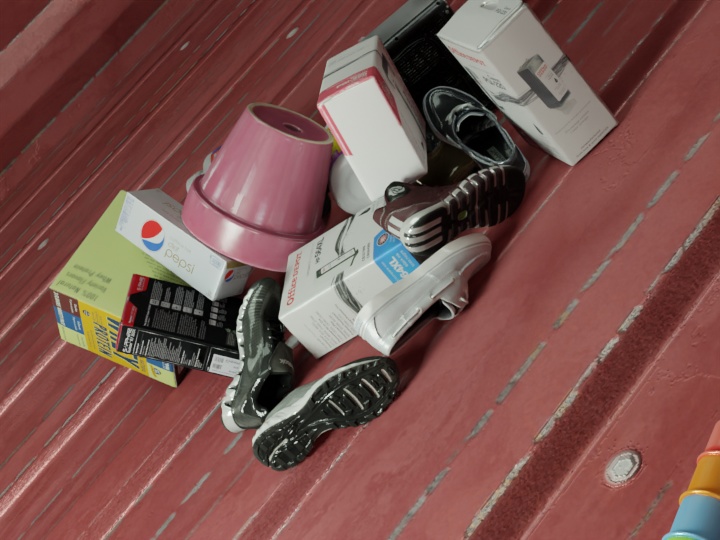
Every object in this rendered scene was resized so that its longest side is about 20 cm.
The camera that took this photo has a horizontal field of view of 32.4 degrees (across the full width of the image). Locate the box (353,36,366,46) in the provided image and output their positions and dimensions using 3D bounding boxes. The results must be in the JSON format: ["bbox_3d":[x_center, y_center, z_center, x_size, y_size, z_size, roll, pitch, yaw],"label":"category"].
[{"bbox_3d":[0.041,-0.298,1.956,0.095,0.103,0.200,-47,27,-8],"label":"box"}]

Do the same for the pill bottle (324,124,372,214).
[{"bbox_3d":[-0.008,-0.163,1.811,0.104,0.104,0.200,-39,25,9],"label":"pill bottle"}]

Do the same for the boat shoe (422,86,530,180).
[{"bbox_3d":[0.139,-0.182,1.572,0.072,0.068,0.200,-37,53,1],"label":"boat shoe"}]

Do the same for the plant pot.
[{"bbox_3d":[-0.126,-0.123,1.704,0.200,0.199,0.180,-111,41,-63],"label":"plant pot"}]

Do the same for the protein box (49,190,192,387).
[{"bbox_3d":[-0.311,0.026,1.812,0.135,0.198,0.200,96,-161,-54],"label":"protein box"}]

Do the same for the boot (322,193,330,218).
[{"bbox_3d":[-0.112,-0.096,1.922,0.130,0.068,0.200,-38,18,22],"label":"boot"}]

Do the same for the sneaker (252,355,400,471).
[{"bbox_3d":[-0.041,0.149,1.417,0.200,0.074,0.079,-32,22,22],"label":"sneaker"}]

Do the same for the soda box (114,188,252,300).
[{"bbox_3d":[-0.244,-0.039,1.716,0.068,0.200,0.064,-14,-48,-56],"label":"soda box"}]

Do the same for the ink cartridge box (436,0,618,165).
[{"bbox_3d":[0.202,-0.236,1.507,0.085,0.200,0.146,-43,25,-1],"label":"ink cartridge box"}]

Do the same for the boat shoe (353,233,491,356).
[{"bbox_3d":[0.086,0.029,1.419,0.200,0.069,0.072,-31,-26,-29],"label":"boat shoe"}]

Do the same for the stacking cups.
[{"bbox_3d":[0.256,0.194,0.924,0.060,0.061,0.200,-12,40,48],"label":"stacking cups"}]

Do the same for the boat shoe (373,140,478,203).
[{"bbox_3d":[0.103,-0.126,1.651,0.200,0.072,0.065,-42,-15,2],"label":"boat shoe"}]

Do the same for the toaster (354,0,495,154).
[{"bbox_3d":[0.084,-0.266,1.756,0.200,0.181,0.119,-40,22,3],"label":"toaster"}]

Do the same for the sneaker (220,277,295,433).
[{"bbox_3d":[-0.114,0.107,1.552,0.090,0.066,0.201,-1,72,40],"label":"sneaker"}]

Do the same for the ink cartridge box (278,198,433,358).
[{"bbox_3d":[0.000,0.000,1.570,0.199,0.084,0.146,-31,28,22],"label":"ink cartridge box"}]

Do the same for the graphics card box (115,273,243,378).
[{"bbox_3d":[-0.219,0.077,1.651,0.126,0.199,0.051,-93,18,-58],"label":"graphics card box"}]

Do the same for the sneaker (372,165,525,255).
[{"bbox_3d":[0.097,-0.091,1.481,0.199,0.076,0.115,-23,36,-35],"label":"sneaker"}]

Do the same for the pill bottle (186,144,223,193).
[{"bbox_3d":[-0.194,-0.171,2.088,0.199,0.112,0.112,-32,27,22],"label":"pill bottle"}]

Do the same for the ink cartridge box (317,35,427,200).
[{"bbox_3d":[0.019,-0.198,1.584,0.084,0.146,0.200,-26,21,12],"label":"ink cartridge box"}]
